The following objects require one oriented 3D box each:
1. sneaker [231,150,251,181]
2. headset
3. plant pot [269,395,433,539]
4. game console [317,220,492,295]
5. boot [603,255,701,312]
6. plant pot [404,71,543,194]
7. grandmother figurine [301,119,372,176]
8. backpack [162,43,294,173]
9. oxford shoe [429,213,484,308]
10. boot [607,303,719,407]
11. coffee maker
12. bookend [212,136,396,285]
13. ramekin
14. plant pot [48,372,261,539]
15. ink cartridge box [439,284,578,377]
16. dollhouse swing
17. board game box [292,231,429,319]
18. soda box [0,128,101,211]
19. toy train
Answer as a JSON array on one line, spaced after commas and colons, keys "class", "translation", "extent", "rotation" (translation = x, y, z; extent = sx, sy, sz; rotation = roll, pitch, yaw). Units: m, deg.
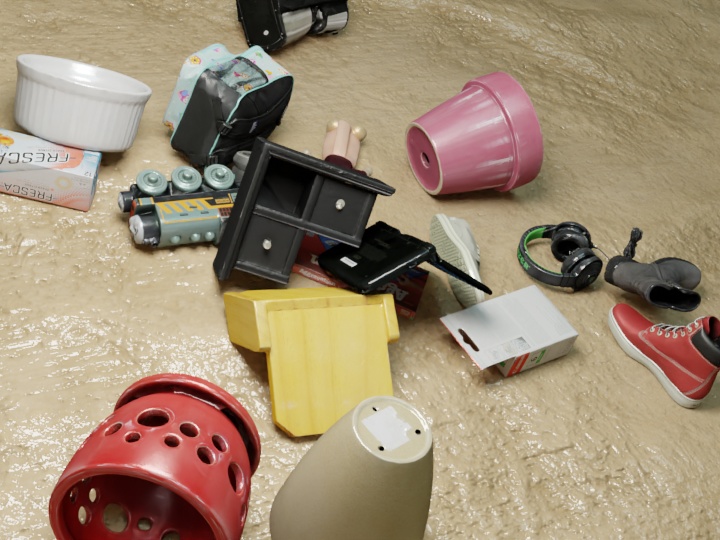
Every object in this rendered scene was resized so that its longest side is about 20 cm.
[{"class": "sneaker", "translation": [-0.109, -0.117, 1.694], "extent": [0.199, 0.080, 0.075], "rotation": [22, 14, 3]}, {"class": "headset", "translation": [0.356, -0.035, 1.786], "extent": [0.199, 0.094, 0.124], "rotation": [1, 45, -13]}, {"class": "plant pot", "translation": [0.007, 0.243, 1.258], "extent": [0.186, 0.200, 0.188], "rotation": [11, 42, -10]}, {"class": "game console", "translation": [0.059, 0.007, 1.573], "extent": [0.175, 0.117, 0.200], "rotation": [-29, 21, -13]}, {"class": "boot", "translation": [0.498, 0.031, 1.754], "extent": [0.199, 0.070, 0.132], "rotation": [0, 21, -29]}, {"class": "plant pot", "translation": [0.182, -0.215, 1.849], "extent": [0.178, 0.200, 0.200], "rotation": [-21, 54, -19]}, {"class": "grandmother figurine", "translation": [-0.038, -0.176, 1.803], "extent": [0.121, 0.061, 0.200], "rotation": [7, 39, -3]}, {"class": "backpack", "translation": [-0.205, -0.266, 1.741], "extent": [0.153, 0.176, 0.200], "rotation": [42, 40, 17]}, {"class": "oxford shoe", "translation": [0.162, -0.018, 1.704], "extent": [0.057, 0.075, 0.200], "rotation": [1, 40, -19]}, {"class": "boot", "translation": [0.471, 0.090, 1.662], "extent": [0.072, 0.145, 0.200], "rotation": [-18, 53, -34]}, {"class": "coffee maker", "translation": [-0.122, -0.517, 2.035], "extent": [0.134, 0.193, 0.200], "rotation": [25, 36, 30]}, {"class": "bookend", "translation": [-0.083, -0.061, 1.559], "extent": [0.198, 0.201, 0.092], "rotation": [19, 8, -16]}, {"class": "ramekin", "translation": [-0.420, -0.248, 1.641], "extent": [0.199, 0.098, 0.201], "rotation": [15, 15, -4]}, {"class": "plant pot", "translation": [-0.209, 0.223, 1.190], "extent": [0.200, 0.201, 0.183], "rotation": [21, 38, 0]}, {"class": "ink cartridge box", "translation": [0.214, 0.096, 1.619], "extent": [0.199, 0.050, 0.109], "rotation": [-16, 53, -34]}, {"class": "dollhouse swing", "translation": [-0.065, 0.118, 1.489], "extent": [0.199, 0.177, 0.182], "rotation": [-3, 5, -25]}, {"class": "board game box", "translation": [0.000, 0.000, 1.656], "extent": [0.199, 0.019, 0.103], "rotation": [22, 42, 1]}, {"class": "soda box", "translation": [-0.478, -0.149, 1.576], "extent": [0.199, 0.069, 0.064], "rotation": [13, 41, -12]}, {"class": "toy train", "translation": [-0.250, -0.089, 1.604], "extent": [0.199, 0.085, 0.114], "rotation": [-7, 58, -28]}]
